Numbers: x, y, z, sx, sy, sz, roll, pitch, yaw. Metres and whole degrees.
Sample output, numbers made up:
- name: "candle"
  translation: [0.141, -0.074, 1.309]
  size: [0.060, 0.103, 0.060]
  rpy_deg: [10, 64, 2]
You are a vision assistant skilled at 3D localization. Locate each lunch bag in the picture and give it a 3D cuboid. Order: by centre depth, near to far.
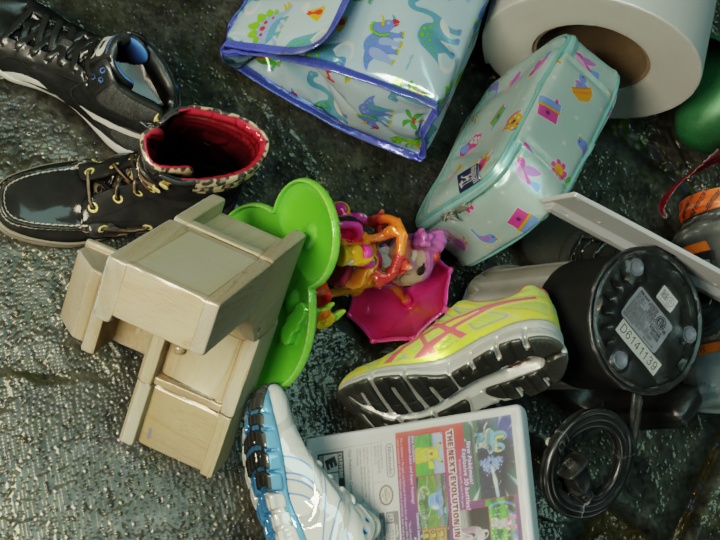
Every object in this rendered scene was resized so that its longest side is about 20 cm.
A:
- name: "lunch bag"
  translation: [-0.001, -0.219, 1.158]
  size: [0.200, 0.127, 0.170]
  rpy_deg: [22, 67, 5]
- name: "lunch bag"
  translation: [0.131, -0.103, 1.159]
  size: [0.077, 0.160, 0.200]
  rpy_deg: [40, 58, -14]

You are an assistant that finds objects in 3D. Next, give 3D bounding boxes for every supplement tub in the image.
- name: "supplement tub"
  translation: [0.356, 0.029, 1.238]
  size: [0.122, 0.123, 0.200]
  rpy_deg: [4, 74, -22]

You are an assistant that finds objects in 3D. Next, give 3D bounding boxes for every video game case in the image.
- name: "video game case"
  translation: [0.047, 0.213, 1.004]
  size: [0.023, 0.182, 0.200]
  rpy_deg: [39, 44, -59]

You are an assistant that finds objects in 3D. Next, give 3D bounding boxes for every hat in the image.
- name: "hat"
  translation: [0.331, -0.119, 1.286]
  size: [0.200, 0.166, 0.176]
  rpy_deg: [30, 95, -45]

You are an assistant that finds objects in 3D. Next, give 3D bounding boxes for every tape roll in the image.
- name: "tape roll"
  translation: [0.223, -0.249, 1.212]
  size: [0.203, 0.203, 0.139]
  rpy_deg: [23, 69, -16]

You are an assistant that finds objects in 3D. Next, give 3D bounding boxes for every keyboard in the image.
- name: "keyboard"
  translation: [0.239, -0.016, 1.066]
  size: [0.200, 0.056, 0.011]
  rpy_deg: [26, 74, -18]

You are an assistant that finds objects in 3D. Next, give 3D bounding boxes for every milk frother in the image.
- name: "milk frother"
  translation: [0.161, 0.092, 1.095]
  size: [0.200, 0.188, 0.181]
  rpy_deg: [-30, 100, -28]

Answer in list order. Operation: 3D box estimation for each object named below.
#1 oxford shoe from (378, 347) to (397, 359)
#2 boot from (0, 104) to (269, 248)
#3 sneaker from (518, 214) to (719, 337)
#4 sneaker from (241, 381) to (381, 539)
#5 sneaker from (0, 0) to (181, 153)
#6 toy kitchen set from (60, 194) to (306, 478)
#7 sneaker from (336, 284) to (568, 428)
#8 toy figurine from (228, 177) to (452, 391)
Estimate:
- name: "oxford shoe"
  translation: [0.058, 0.158, 1.104]
  size: [0.084, 0.073, 0.200]
  rpy_deg: [-28, 85, -18]
- name: "boot"
  translation: [-0.175, -0.071, 1.019]
  size: [0.200, 0.151, 0.073]
  rpy_deg: [1, 74, -22]
- name: "sneaker"
  translation: [0.232, -0.007, 1.176]
  size: [0.200, 0.091, 0.076]
  rpy_deg: [21, 86, 20]
- name: "sneaker"
  translation: [-0.033, 0.179, 0.997]
  size: [0.087, 0.075, 0.200]
  rpy_deg: [-11, 77, -19]
- name: "sneaker"
  translation: [-0.224, -0.177, 1.049]
  size: [0.200, 0.112, 0.073]
  rpy_deg: [35, 64, -11]
- name: "toy kitchen set"
  translation: [-0.167, 0.051, 0.943]
  size: [0.163, 0.180, 0.200]
  rpy_deg: [23, 111, 9]
- name: "sneaker"
  translation: [0.074, 0.069, 1.053]
  size: [0.078, 0.200, 0.090]
  rpy_deg: [54, 30, -34]
- name: "toy figurine"
  translation: [0.000, 0.000, 1.074]
  size: [0.184, 0.200, 0.150]
  rpy_deg: [-6, 56, -37]
